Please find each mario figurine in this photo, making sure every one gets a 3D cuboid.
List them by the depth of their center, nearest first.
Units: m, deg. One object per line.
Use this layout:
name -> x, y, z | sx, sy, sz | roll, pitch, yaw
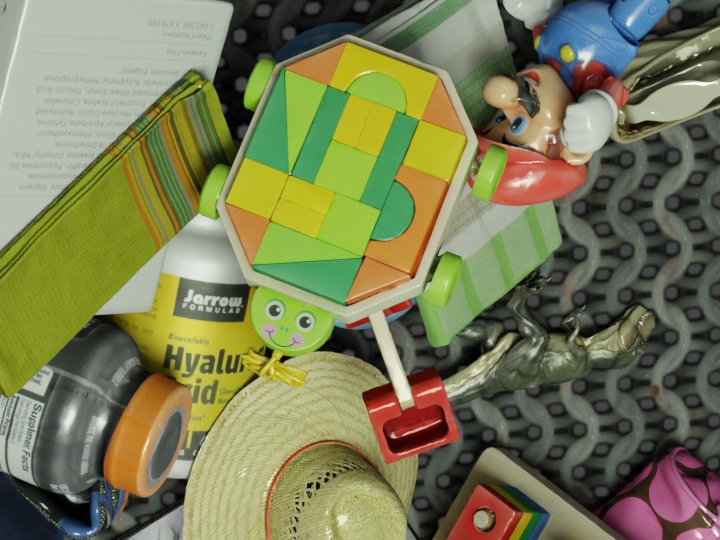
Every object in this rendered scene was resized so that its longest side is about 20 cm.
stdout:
mario figurine -> 0.122, -0.132, 1.359 | 0.106, 0.123, 0.200 | 32, 88, 3

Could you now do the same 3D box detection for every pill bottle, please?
pill bottle -> -0.202, 0.068, 1.335 | 0.199, 0.106, 0.107 | 21, 106, 12
pill bottle -> -0.110, 0.020, 1.409 | 0.111, 0.111, 0.201 | 9, 107, -8

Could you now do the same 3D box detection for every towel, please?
towel -> -0.144, -0.019, 1.273 | 0.200, 0.018, 0.086 | -46, 141, -21
towel -> 0.055, -0.073, 1.396 | 0.031, 0.149, 0.201 | 2, 117, 41

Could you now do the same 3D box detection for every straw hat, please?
straw hat -> -0.015, 0.159, 1.417 | 0.201, 0.085, 0.202 | -18, 120, -33

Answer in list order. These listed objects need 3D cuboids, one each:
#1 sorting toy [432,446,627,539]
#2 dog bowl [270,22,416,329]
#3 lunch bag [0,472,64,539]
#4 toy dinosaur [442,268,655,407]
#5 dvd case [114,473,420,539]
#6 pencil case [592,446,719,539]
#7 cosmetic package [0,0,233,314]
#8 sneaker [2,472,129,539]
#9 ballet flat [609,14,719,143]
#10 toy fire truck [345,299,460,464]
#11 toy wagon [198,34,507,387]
sorting toy -> 0.097, 0.248, 1.445 | 0.070, 0.200, 0.199 | 13, 109, -56
dog bowl -> -0.006, -0.055, 1.427 | 0.111, 0.050, 0.201 | -6, 108, -4
lunch bag -> -0.290, 0.180, 1.430 | 0.132, 0.136, 0.200 | -42, 107, 10
toy dinosaur -> 0.095, 0.047, 1.474 | 0.199, 0.048, 0.088 | -17, 115, 3
dvd case -> -0.065, 0.203, 1.522 | 0.200, 0.016, 0.149 | -32, 108, 5
pencil case -> 0.172, 0.213, 1.508 | 0.091, 0.094, 0.200 | 41, 99, -16
cosmetic package -> -0.206, -0.092, 1.304 | 0.165, 0.165, 0.201 | -2, 114, -51
sneaker -> -0.216, 0.093, 1.439 | 0.075, 0.078, 0.200 | -39, 107, 7
ballet flat -> 0.237, -0.131, 1.418 | 0.199, 0.069, 0.070 | -21, 109, 1
toy fire truck -> 0.000, 0.000, 1.345 | 0.049, 0.141, 0.201 | -19, 109, 1
toy wagon -> -0.013, -0.031, 1.278 | 0.155, 0.040, 0.201 | 21, 79, 8
